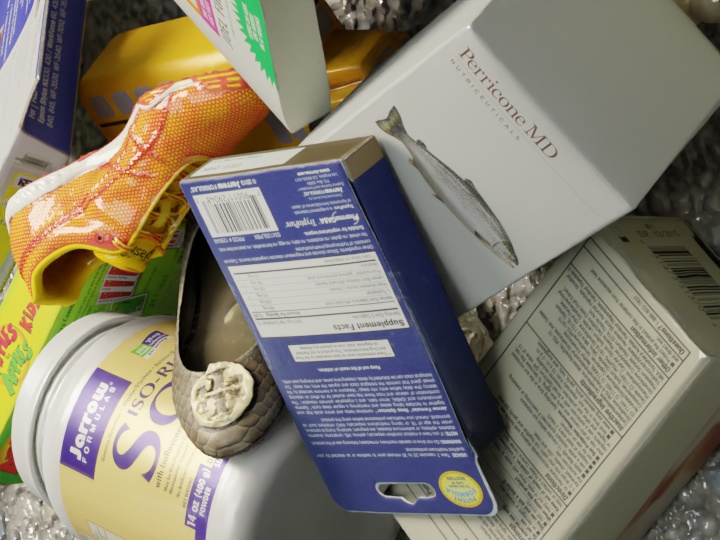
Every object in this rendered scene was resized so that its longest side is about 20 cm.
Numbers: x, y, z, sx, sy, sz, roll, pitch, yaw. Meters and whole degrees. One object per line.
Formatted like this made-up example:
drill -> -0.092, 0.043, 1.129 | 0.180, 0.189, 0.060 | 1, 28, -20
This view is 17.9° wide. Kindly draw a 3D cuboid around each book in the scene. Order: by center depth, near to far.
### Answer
book -> -0.083, -0.179, 1.170 | 0.200, 0.048, 0.134 | 49, 160, 37

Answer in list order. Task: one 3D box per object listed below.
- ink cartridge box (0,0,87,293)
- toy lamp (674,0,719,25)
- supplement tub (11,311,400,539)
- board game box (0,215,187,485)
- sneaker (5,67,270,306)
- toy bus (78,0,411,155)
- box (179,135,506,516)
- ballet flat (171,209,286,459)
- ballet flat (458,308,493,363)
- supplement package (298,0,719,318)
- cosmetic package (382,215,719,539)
ink cartridge box -> -0.196, -0.122, 1.370 | 0.200, 0.047, 0.198 | 129, 150, -47
toy lamp -> 0.121, -0.126, 1.157 | 0.199, 0.058, 0.059 | -9, 85, 42
supplement tub -> -0.088, 0.108, 1.294 | 0.199, 0.145, 0.146 | 19, 104, 39
board game box -> -0.172, 0.039, 1.397 | 0.048, 0.101, 0.201 | 45, 119, 33
sneaker -> -0.113, -0.045, 1.252 | 0.200, 0.073, 0.077 | -37, 65, 33
toy bus -> -0.063, -0.107, 1.296 | 0.199, 0.065, 0.078 | -7, 128, 42
box -> -0.003, 0.031, 1.139 | 0.121, 0.032, 0.201 | -4, 116, 46
ballet flat -> -0.074, 0.015, 1.234 | 0.067, 0.046, 0.201 | -12, 46, 13
ballet flat -> 0.000, 0.000, 1.266 | 0.200, 0.064, 0.076 | 45, 120, 32
supplement package -> 0.064, -0.067, 1.117 | 0.117, 0.117, 0.200 | 47, 142, -6
cosmetic package -> 0.112, 0.078, 1.151 | 0.104, 0.087, 0.200 | 52, 122, 27
